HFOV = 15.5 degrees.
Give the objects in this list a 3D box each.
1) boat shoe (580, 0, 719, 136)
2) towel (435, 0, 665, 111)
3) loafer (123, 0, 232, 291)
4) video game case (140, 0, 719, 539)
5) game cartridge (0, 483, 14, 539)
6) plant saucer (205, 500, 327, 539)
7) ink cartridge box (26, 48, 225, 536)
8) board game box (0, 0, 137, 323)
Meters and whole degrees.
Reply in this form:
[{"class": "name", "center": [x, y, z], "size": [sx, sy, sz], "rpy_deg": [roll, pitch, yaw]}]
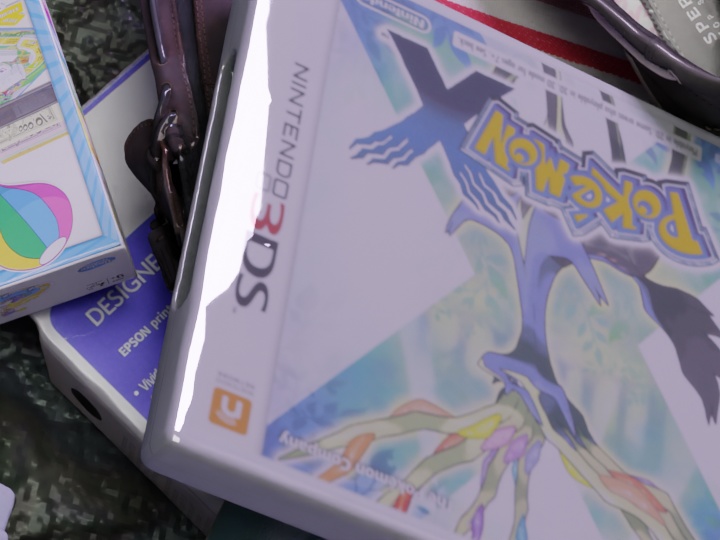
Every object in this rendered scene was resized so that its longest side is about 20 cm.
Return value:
[{"class": "boat shoe", "center": [0.074, -0.131, 0.853], "size": [0.067, 0.057, 0.200], "rpy_deg": [-36, 85, -2]}, {"class": "towel", "center": [0.052, -0.031, 0.844], "size": [0.144, 0.023, 0.200], "rpy_deg": [15, 55, -23]}, {"class": "loafer", "center": [-0.047, -0.047, 0.824], "size": [0.063, 0.072, 0.200], "rpy_deg": [-3, 64, 6]}, {"class": "video game case", "center": [0.042, 0.010, 0.779], "size": [0.200, 0.022, 0.182], "rpy_deg": [24, 54, -21]}, {"class": "game cartridge", "center": [-0.179, 0.122, 0.679], "size": [0.133, 0.041, 0.200], "rpy_deg": [31, 66, -29]}, {"class": "plant saucer", "center": [0.041, 0.123, 0.807], "size": [0.200, 0.027, 0.200], "rpy_deg": [3, 82, -26]}, {"class": "ink cartridge box", "center": [0.000, 0.000, 0.868], "size": [0.200, 0.043, 0.198], "rpy_deg": [46, 67, 4]}, {"class": "board game box", "center": [-0.184, -0.030, 0.810], "size": [0.200, 0.034, 0.135], "rpy_deg": [-19, 74, -3]}]
